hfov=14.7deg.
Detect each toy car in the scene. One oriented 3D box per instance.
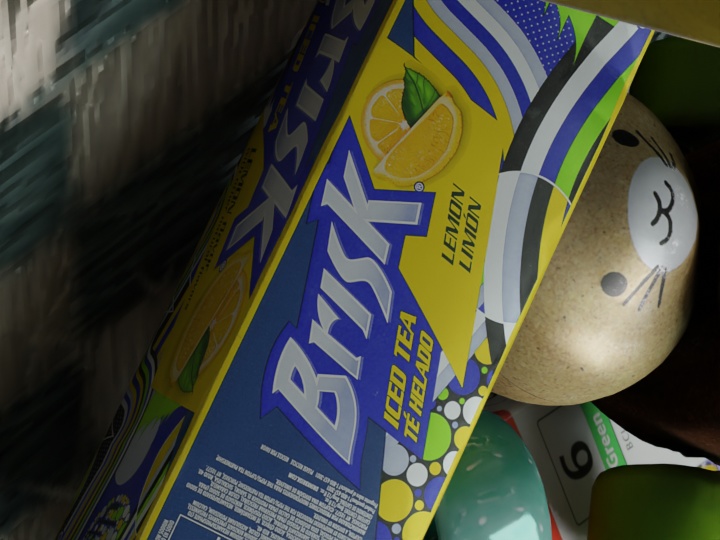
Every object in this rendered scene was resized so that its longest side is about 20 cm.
[{"bbox_3d":[0.073,-0.009,0.769,0.200,0.158,0.165,18,72,-38],"label":"toy car"}]

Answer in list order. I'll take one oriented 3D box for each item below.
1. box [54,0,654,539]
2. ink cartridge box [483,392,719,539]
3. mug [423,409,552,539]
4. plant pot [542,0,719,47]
[{"bbox_3d":[0.000,0.000,0.666,0.200,0.064,0.070,-64,-162,-11],"label":"box"},{"bbox_3d":[0.052,0.094,0.858,0.200,0.050,0.109,-28,99,-49],"label":"ink cartridge box"},{"bbox_3d":[0.033,0.134,0.741,0.152,0.114,0.185,22,94,-26],"label":"mug"},{"bbox_3d":[0.086,-0.179,0.582,0.200,0.200,0.177,-42,135,-34],"label":"plant pot"}]
